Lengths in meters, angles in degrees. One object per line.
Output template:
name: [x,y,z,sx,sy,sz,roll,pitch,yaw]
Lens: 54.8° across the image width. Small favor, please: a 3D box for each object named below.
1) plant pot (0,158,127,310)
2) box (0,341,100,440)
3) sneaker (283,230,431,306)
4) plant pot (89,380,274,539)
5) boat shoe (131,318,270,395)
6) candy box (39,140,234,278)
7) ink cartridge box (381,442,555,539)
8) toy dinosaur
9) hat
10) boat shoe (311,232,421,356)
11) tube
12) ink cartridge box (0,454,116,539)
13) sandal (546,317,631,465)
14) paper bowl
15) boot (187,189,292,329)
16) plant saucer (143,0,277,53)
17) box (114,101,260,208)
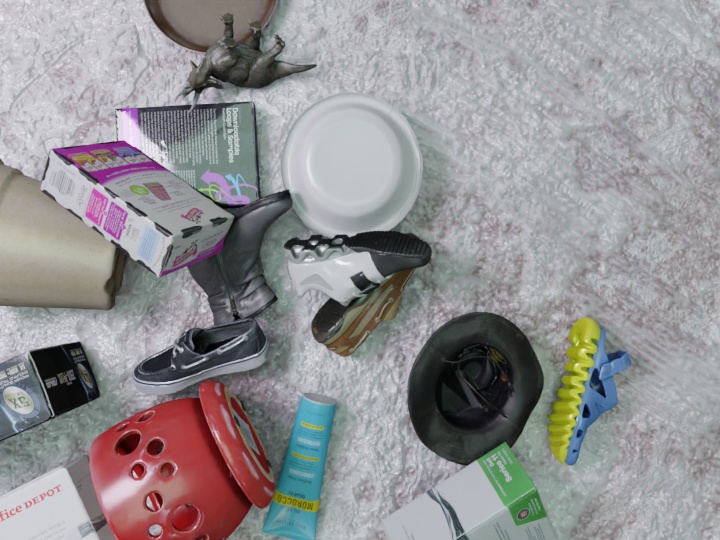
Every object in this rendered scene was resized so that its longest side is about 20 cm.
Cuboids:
plant pot: [-0.404,-0.029,0.908,0.179,0.200,0.206,11,88,-13]
box: [-0.467,0.175,0.900,0.196,0.164,0.088,-23,89,-3]
sneaker: [0.000,0.000,0.908,0.195,0.074,0.091,-1,111,18]
plant pot: [-0.216,0.259,0.888,0.180,0.200,0.204,-28,89,-5]
boat shoe: [-0.223,0.110,0.935,0.195,0.073,0.069,-13,129,8]
candy box: [-0.277,-0.084,0.873,0.198,0.136,0.062,33,114,12]
ink cartridge box: [0.143,0.342,0.917,0.197,0.083,0.148,-30,131,-3]
toy dinosaur: [-0.160,-0.289,0.962,0.196,0.103,0.078,-12,65,-29]
hat: [0.147,0.156,0.957,0.195,0.081,0.206,0,91,-9]
boat shoe: [0.019,0.036,0.969,0.200,0.076,0.074,-45,121,-1]
tube: [-0.080,0.276,0.969,0.076,0.050,0.205,13,93,7]
ink cartridge box: [-0.404,0.375,0.936,0.144,0.083,0.204,-25,90,-2]
sandal: [0.320,0.174,0.965,0.085,0.079,0.205,17,89,-5]
paper bowl: [-0.012,-0.140,0.951,0.195,0.104,0.206,0,90,-1]
boot: [-0.145,-0.013,0.949,0.198,0.070,0.133,-31,90,26]
plant saucer: [-0.211,-0.405,0.989,0.195,0.032,0.206,0,89,-1]
box: [-0.241,-0.157,0.980,0.195,0.036,0.147,-3,89,0]
